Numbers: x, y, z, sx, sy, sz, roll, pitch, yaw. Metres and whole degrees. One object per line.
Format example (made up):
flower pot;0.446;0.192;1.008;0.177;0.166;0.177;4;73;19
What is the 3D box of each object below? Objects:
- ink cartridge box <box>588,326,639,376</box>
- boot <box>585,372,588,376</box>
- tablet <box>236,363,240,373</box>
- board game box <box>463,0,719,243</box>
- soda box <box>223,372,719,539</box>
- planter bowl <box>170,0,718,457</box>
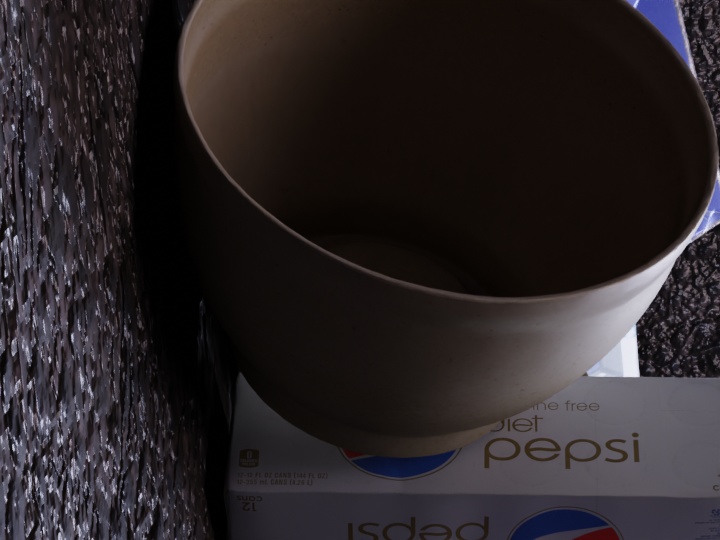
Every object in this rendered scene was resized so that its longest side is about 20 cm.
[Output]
ink cartridge box;0.080;0.024;1.655;0.087;0.145;0.200;21;-58;52
boot;0.046;0.095;1.388;0.200;0.155;0.073;54;23;0
tablet;-0.045;-0.050;1.220;0.200;0.014;0.130;-85;169;-53
board game box;0.053;-0.100;1.258;0.200;0.097;0.160;42;-20;45
soda box;0.048;0.085;1.115;0.068;0.199;0.064;-87;178;-48
planter bowl;0.019;-0.017;1.068;0.200;0.200;0.135;-88;-169;-45
